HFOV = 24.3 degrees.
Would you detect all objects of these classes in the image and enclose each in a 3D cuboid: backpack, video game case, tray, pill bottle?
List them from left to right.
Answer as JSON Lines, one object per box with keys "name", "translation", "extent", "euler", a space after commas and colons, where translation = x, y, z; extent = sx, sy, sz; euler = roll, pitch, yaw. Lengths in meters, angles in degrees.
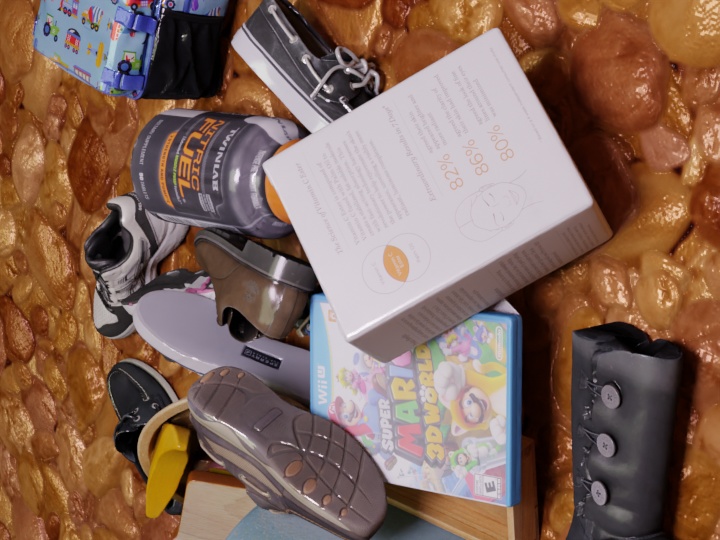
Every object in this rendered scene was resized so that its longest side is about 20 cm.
{"name": "backpack", "translation": [-0.199, -0.272, 1.517], "extent": [0.182, 0.134, 0.201], "euler": [37, 121, 37]}
{"name": "pill bottle", "translation": [-0.105, -0.085, 1.466], "extent": [0.199, 0.106, 0.107], "euler": [10, 105, 46]}
{"name": "video game case", "translation": [0.040, 0.097, 1.301], "extent": [0.199, 0.018, 0.144], "euler": [6, 99, 40]}
{"name": "tray", "translation": [0.053, 0.152, 1.353], "extent": [0.199, 0.037, 0.099], "euler": [19, 128, 37]}

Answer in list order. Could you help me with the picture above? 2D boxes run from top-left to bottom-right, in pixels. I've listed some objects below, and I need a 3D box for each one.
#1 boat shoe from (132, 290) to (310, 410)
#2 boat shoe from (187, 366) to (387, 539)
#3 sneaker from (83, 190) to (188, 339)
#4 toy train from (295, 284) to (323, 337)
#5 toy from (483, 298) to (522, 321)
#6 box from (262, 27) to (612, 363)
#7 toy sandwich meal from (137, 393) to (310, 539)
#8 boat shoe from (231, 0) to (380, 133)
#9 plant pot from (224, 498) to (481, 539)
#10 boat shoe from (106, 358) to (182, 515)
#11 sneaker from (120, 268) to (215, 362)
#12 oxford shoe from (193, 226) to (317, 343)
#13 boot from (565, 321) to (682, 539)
{"name": "boat shoe", "translation": [-0.113, 0.085, 1.488], "extent": [0.199, 0.071, 0.070], "euler": [22, 136, 1]}
{"name": "boat shoe", "translation": [-0.057, 0.155, 1.345], "extent": [0.200, 0.074, 0.074], "euler": [37, 143, 27]}
{"name": "sneaker", "translation": [-0.242, -0.008, 1.652], "extent": [0.076, 0.087, 0.201], "euler": [50, 132, 28]}
{"name": "toy train", "translation": [0.000, 0.000, 1.421], "extent": [0.046, 0.034, 0.200], "euler": [52, 132, 11]}
{"name": "toy", "translation": [0.061, 0.051, 1.342], "extent": [0.115, 0.047, 0.200], "euler": [45, 141, 17]}
{"name": "box", "translation": [0.057, -0.051, 1.217], "extent": [0.199, 0.106, 0.153], "euler": [-29, 72, 8]}
{"name": "toy sandwich meal", "translation": [-0.108, 0.184, 1.471], "extent": [0.205, 0.204, 0.071], "euler": [-50, 26, 41]}
{"name": "boat shoe", "translation": [-0.021, -0.153, 1.386], "extent": [0.199, 0.073, 0.068], "euler": [47, 110, 24]}
{"name": "plant pot", "translation": [-0.022, 0.291, 1.376], "extent": [0.196, 0.199, 0.197], "euler": [24, 114, 43]}
{"name": "boat shoe", "translation": [-0.212, 0.169, 1.667], "extent": [0.200, 0.066, 0.075], "euler": [56, 134, 26]}
{"name": "sneaker", "translation": [-0.130, 0.040, 1.560], "extent": [0.199, 0.080, 0.087], "euler": [-9, 114, 47]}
{"name": "oxford shoe", "translation": [-0.103, 0.013, 1.410], "extent": [0.200, 0.072, 0.085], "euler": [26, 97, 67]}
{"name": "boot", "translation": [0.212, 0.150, 1.192], "extent": [0.164, 0.065, 0.201], "euler": [17, 105, 44]}
